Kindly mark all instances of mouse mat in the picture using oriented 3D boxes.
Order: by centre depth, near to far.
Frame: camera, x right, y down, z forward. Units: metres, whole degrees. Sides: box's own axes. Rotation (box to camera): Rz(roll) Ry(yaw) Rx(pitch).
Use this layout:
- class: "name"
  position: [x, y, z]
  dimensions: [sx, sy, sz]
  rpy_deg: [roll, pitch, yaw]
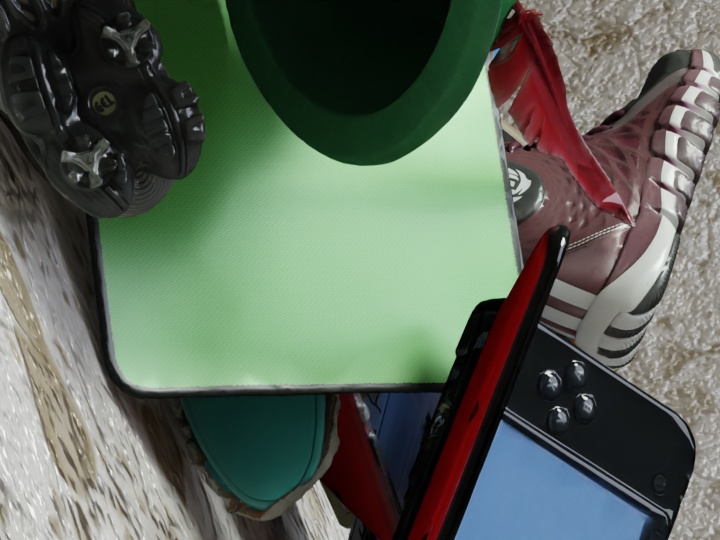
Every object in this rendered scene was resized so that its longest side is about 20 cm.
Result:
- class: "mouse mat"
  position: [-0.020, -0.030, 1.151]
  dimensions: [0.008, 0.200, 0.161]
  rpy_deg: [-24, -110, 52]

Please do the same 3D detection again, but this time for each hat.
- class: "hat"
  position: [0.058, -0.125, 1.134]
  dimensions: [0.200, 0.176, 0.166]
  rpy_deg: [-45, -119, 49]

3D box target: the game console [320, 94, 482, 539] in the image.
- class: "game console"
  position: [0.000, 0.000, 1.318]
  dimensions: [0.119, 0.172, 0.200]
  rpy_deg: [38, 0, -25]

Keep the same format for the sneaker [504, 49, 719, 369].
- class: "sneaker"
  position: [0.088, -0.050, 1.302]
  dimensions: [0.200, 0.115, 0.076]
  rpy_deg: [-67, 177, -52]

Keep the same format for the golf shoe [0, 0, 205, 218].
- class: "golf shoe"
  position: [-0.122, -0.109, 1.053]
  dimensions: [0.094, 0.078, 0.200]
  rpy_deg: [152, -81, -77]

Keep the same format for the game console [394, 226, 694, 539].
- class: "game console"
  position: [0.065, 0.111, 1.098]
  dimensions: [0.172, 0.200, 0.119]
  rpy_deg: [33, -20, -29]

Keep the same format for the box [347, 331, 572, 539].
- class: "box"
  position: [0.046, 0.110, 1.315]
  dimensions: [0.117, 0.060, 0.200]
  rpy_deg: [-108, -156, -46]

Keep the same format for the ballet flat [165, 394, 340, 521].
- class: "ballet flat"
  position: [-0.055, 0.008, 1.204]
  dimensions: [0.072, 0.072, 0.200]
  rpy_deg: [53, 17, -72]

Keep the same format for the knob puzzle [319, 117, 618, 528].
- class: "knob puzzle"
  position: [0.009, -0.004, 1.391]
  dimensions: [0.030, 0.219, 0.220]
  rpy_deg: [-8, 74, -52]

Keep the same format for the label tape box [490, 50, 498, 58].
- class: "label tape box"
  position: [0.010, -0.066, 1.553]
  dimensions: [0.144, 0.063, 0.200]
  rpy_deg: [73, 38, -64]
